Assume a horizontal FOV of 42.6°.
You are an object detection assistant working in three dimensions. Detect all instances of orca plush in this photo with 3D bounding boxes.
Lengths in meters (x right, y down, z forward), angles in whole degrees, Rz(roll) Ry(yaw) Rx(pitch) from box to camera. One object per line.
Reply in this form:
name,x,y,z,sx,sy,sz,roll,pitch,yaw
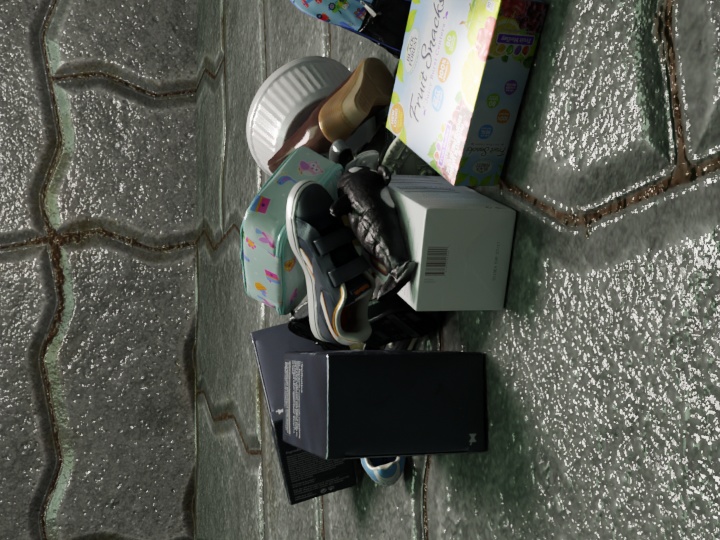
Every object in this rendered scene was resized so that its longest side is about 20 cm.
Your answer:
orca plush,-0.003,-0.050,1.038,0.106,0.070,0.203,114,150,-48

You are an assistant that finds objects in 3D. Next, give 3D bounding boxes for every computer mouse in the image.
computer mouse,0.000,0.053,1.194,0.198,0.140,0.047,-24,46,37

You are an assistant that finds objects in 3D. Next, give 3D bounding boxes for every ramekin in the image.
ramekin,-0.066,-0.208,1.390,0.094,0.199,0.206,49,136,46

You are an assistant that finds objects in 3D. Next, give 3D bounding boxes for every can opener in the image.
can opener,-0.010,-0.097,1.249,0.067,0.052,0.202,52,155,30

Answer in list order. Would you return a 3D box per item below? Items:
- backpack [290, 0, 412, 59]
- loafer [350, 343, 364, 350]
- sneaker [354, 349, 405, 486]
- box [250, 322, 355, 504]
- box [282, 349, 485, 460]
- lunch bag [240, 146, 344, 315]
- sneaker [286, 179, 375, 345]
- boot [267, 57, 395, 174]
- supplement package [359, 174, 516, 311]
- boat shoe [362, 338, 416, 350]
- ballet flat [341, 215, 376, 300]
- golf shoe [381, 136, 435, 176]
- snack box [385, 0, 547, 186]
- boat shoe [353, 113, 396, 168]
backpack,0.002,-0.384,1.142,0.135,0.196,0.186,-47,37,50
loafer,-0.005,0.103,1.389,0.076,0.067,0.204,-111,10,-70
sneaker,0.019,0.200,1.299,0.073,0.070,0.203,95,160,-62
box,-0.090,0.220,1.466,0.198,0.115,0.203,-112,11,-48
box,0.022,0.155,1.110,0.199,0.192,0.120,169,101,-70
lunch bag,-0.081,-0.052,1.185,0.161,0.076,0.202,-50,-19,-31
sneaker,-0.028,-0.008,1.087,0.078,0.078,0.204,9,119,44
boot,-0.040,-0.214,1.281,0.165,0.073,0.201,-29,15,30
supplement package,0.081,-0.038,1.067,0.200,0.107,0.116,-139,52,-66
boat shoe,0.041,0.072,1.255,0.073,0.061,0.203,-117,32,-51
ballet flat,0.000,0.000,1.214,0.201,0.067,0.064,89,-176,-56
golf shoe,0.047,-0.110,1.228,0.098,0.077,0.203,-104,22,-52
snack box,0.109,-0.219,1.014,0.169,0.066,0.203,50,134,49
boat shoe,0.014,-0.145,1.323,0.202,0.069,0.073,112,152,-47
